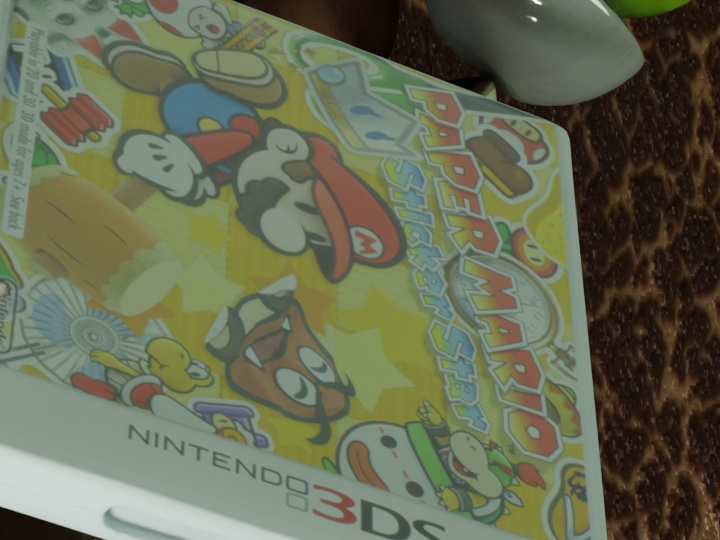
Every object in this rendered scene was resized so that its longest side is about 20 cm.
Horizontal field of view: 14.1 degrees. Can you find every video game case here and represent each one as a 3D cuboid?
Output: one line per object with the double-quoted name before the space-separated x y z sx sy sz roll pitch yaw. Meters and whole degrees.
"video game case" -0.022 0.002 0.767 0.182 0.023 0.200 19 40 -18

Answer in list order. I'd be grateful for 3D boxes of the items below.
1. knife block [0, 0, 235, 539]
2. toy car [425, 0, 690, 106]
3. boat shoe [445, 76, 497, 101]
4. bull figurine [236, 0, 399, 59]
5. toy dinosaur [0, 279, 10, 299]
"knife block" -0.088 -0.010 0.870 0.176 0.064 0.200 56 40 -37
"toy car" 0.053 -0.168 0.952 0.175 0.150 0.200 -51 134 -3
"boat shoe" 0.000 0.000 0.888 0.200 0.072 0.065 -45 121 -60
"bull figurine" -0.013 -0.105 1.011 0.121 0.065 0.200 15 71 -52
"toy dinosaur" -0.149 0.044 0.675 0.136 0.200 0.086 34 26 -54
